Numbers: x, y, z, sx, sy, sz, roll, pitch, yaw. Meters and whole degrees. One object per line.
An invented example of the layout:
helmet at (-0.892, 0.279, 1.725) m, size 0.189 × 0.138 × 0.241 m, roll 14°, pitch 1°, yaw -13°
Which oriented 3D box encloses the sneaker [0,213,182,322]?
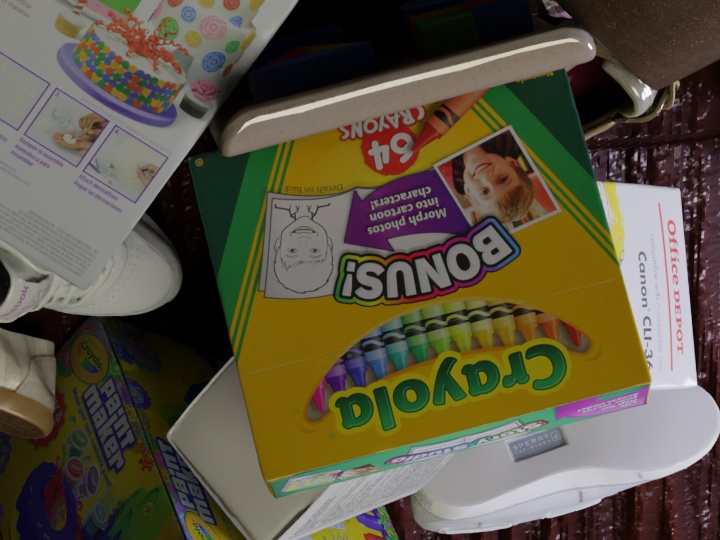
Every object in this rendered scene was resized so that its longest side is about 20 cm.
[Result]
sneaker at (-0.173, 0.000, 1.524) m, size 0.199 × 0.100 × 0.075 m, roll 16°, pitch 122°, yaw -38°

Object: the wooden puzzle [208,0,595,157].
wooden puzzle at (0.011, -0.105, 1.473) m, size 0.184 × 0.200 × 0.047 m, roll -15°, pitch 96°, yaw -4°

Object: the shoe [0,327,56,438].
shoe at (-0.243, 0.034, 1.561) m, size 0.199 × 0.070 × 0.054 m, roll 25°, pitch 74°, yaw -36°

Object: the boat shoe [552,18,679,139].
boat shoe at (0.139, -0.109, 1.597) m, size 0.199 × 0.067 × 0.074 m, roll -30°, pitch 137°, yaw 2°

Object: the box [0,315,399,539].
box at (-0.085, 0.154, 1.640) m, size 0.192 × 0.201 × 0.122 m, roll 25°, pitch 118°, yaw -39°

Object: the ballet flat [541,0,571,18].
ballet flat at (0.066, -0.181, 1.502) m, size 0.071 × 0.069 × 0.200 m, roll -25°, pitch 141°, yaw 27°

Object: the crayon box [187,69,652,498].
crayon box at (0.029, 0.005, 1.493) m, size 0.199 × 0.174 × 0.058 m, roll -15°, pitch 163°, yaw 0°

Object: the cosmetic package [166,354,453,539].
cosmetic package at (-0.007, 0.075, 1.620) m, size 0.103 × 0.087 × 0.200 m, roll -46°, pitch 167°, yaw 20°

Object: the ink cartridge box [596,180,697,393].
ink cartridge box at (0.122, 0.011, 1.630) m, size 0.067 × 0.117 × 0.199 m, roll -8°, pitch 174°, yaw 42°

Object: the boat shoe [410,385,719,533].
boat shoe at (0.124, 0.119, 1.811) m, size 0.199 × 0.072 × 0.069 m, roll -20°, pitch 158°, yaw -18°

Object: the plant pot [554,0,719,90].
plant pot at (0.178, -0.192, 1.432) m, size 0.200 × 0.187 × 0.187 m, roll -46°, pitch 134°, yaw 10°

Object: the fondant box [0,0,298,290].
fondant box at (-0.138, -0.109, 1.427) m, size 0.144 × 0.058 × 0.200 m, roll 32°, pitch 116°, yaw -14°
